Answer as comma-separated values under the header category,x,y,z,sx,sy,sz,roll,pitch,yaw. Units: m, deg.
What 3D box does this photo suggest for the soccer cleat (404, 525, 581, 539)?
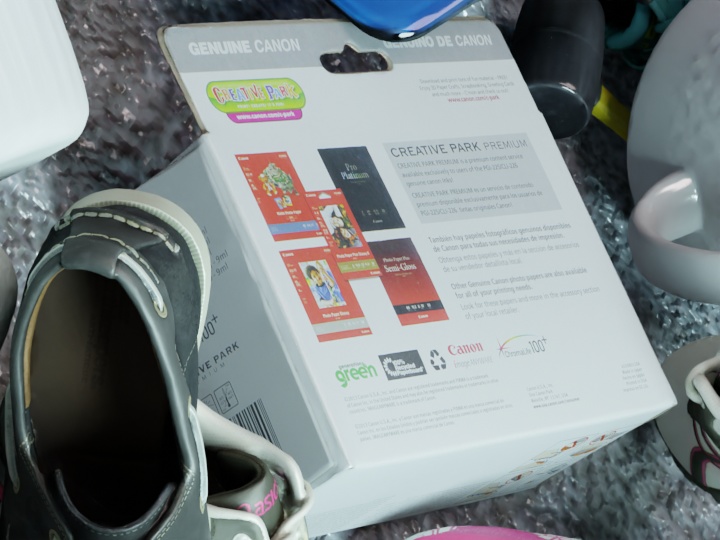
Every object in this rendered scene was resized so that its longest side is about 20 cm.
category,x,y,z,sx,sy,sz,roll,pitch,yaw
soccer cleat,0.105,0.136,1.079,0.200,0.070,0.086,14,14,7

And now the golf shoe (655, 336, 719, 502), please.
category,x,y,z,sx,sy,sz,roll,pitch,yaw
golf shoe,0.164,0.051,1.148,0.077,0.200,0.088,-45,113,-6

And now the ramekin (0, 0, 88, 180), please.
category,x,y,z,sx,sy,sz,roll,pitch,yaw
ramekin,-0.176,-0.049,0.842,0.200,0.200,0.098,-27,94,-52

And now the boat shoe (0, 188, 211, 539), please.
category,x,y,z,sx,sy,sz,roll,pitch,yaw
boat shoe,-0.081,0.079,0.895,0.068,0.072,0.200,-84,177,-75

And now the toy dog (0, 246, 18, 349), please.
category,x,y,z,sx,sy,sz,roll,pitch,yaw
toy dog,-0.176,0.069,0.839,0.096,0.132,0.200,20,36,2

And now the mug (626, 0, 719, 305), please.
category,x,y,z,sx,sy,sz,roll,pitch,yaw
mug,0.204,-0.035,1.226,0.200,0.175,0.148,-24,118,-28

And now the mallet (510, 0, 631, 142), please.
category,x,y,z,sx,sy,sz,roll,pitch,yaw
mallet,0.139,-0.059,1.320,0.200,0.041,0.066,32,48,-36

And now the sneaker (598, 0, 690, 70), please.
category,x,y,z,sx,sy,sz,roll,pitch,yaw
sneaker,0.138,-0.122,1.339,0.200,0.077,0.080,26,54,-20

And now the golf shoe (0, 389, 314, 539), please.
category,x,y,z,sx,sy,sz,roll,pitch,yaw
golf shoe,-0.045,0.109,0.962,0.200,0.088,0.077,49,37,-14

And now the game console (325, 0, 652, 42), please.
category,x,y,z,sx,sy,sz,roll,pitch,yaw
game console,0.005,-0.160,1.187,0.200,0.118,0.171,42,-1,23

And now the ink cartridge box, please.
category,x,y,z,sx,sy,sz,roll,pitch,yaw
ink cartridge box,0.000,0.000,1.086,0.200,0.084,0.176,-6,68,-49
